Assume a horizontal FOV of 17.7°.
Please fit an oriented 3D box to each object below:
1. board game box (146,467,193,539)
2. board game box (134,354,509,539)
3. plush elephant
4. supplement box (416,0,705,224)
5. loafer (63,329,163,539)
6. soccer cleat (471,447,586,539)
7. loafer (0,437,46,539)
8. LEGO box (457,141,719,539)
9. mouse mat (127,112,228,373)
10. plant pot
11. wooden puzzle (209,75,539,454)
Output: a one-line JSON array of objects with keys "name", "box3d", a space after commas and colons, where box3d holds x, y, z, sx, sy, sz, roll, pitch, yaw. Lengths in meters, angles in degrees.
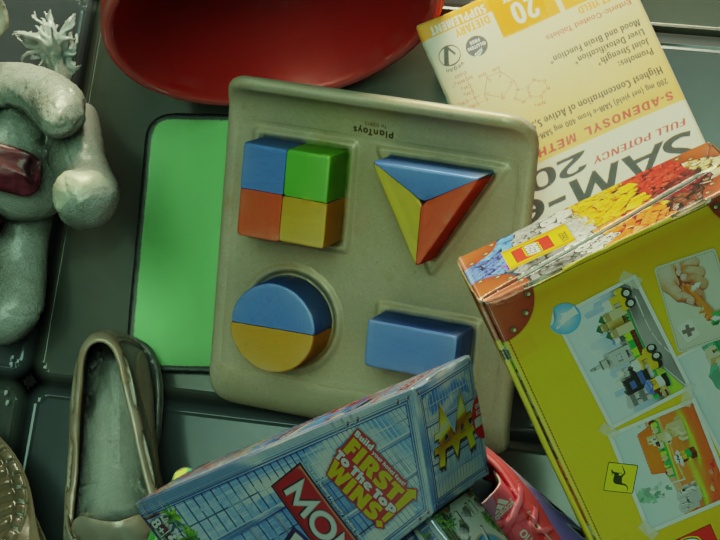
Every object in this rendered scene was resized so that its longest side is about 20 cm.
[{"name": "board game box", "box3d": [-0.028, 0.190, 1.305, 0.200, 0.030, 0.096, 22, 83, 1]}, {"name": "board game box", "box3d": [0.010, 0.145, 1.213, 0.200, 0.062, 0.200, 53, 126, 7]}, {"name": "plush elephant", "box3d": [-0.240, -0.083, 1.352, 0.155, 0.165, 0.200, 11, 58, -26]}, {"name": "supplement box", "box3d": [0.129, -0.071, 1.324, 0.126, 0.074, 0.200, -25, 75, 6]}, {"name": "loafer", "box3d": [-0.144, 0.133, 1.338, 0.072, 0.063, 0.200, -6, 79, 7]}, {"name": "soccer cleat", "box3d": [0.083, 0.145, 1.266, 0.200, 0.073, 0.068, 38, 71, -1]}, {"name": "loafer", "box3d": [-0.214, 0.177, 1.343, 0.076, 0.068, 0.200, -17, 57, -19]}, {"name": "LEGO box", "box3d": [0.160, 0.059, 1.194, 0.149, 0.077, 0.200, -25, 107, 2]}, {"name": "mouse mat", "box3d": [-0.039, -0.016, 1.381, 0.200, 0.008, 0.161, 2, 79, 11]}, {"name": "plant pot", "box3d": [-0.063, -0.220, 1.344, 0.200, 0.200, 0.177, -14, 65, 8]}, {"name": "wooden puzzle", "box3d": [0.000, 0.000, 1.295, 0.185, 0.046, 0.200, 10, 108, 20]}]
